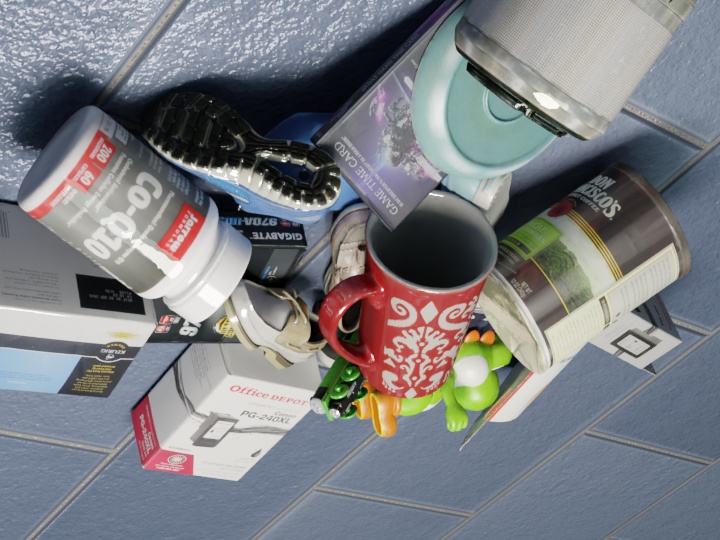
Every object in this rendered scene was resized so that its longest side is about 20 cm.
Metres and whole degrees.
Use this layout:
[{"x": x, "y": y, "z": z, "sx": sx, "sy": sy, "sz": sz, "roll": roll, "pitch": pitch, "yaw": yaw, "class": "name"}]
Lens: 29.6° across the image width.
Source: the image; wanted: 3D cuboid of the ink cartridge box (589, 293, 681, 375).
[{"x": 0.314, "y": 0.042, "z": 1.647, "sx": 0.068, "sy": 0.117, "sz": 0.199, "roll": -36, "pitch": 142, "yaw": 25, "class": "ink cartridge box"}]

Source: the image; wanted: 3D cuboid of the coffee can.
[{"x": 0.236, "y": -0.002, "z": 1.480, "sx": 0.199, "sy": 0.147, "sz": 0.147, "roll": -34, "pitch": 146, "yaw": -9, "class": "coffee can"}]

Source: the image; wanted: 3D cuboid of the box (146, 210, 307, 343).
[{"x": -0.162, "y": 0.009, "z": 1.436, "sx": 0.157, "sy": 0.046, "sz": 0.200, "roll": 2, "pitch": 147, "yaw": -26, "class": "box"}]

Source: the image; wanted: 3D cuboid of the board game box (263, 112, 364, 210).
[{"x": -0.019, "y": -0.121, "z": 1.356, "sx": 0.198, "sy": 0.039, "sz": 0.159, "roll": -2, "pitch": 148, "yaw": -17, "class": "board game box"}]

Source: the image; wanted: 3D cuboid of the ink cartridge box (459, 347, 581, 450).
[{"x": 0.214, "y": 0.138, "z": 1.688, "sx": 0.050, "sy": 0.200, "sz": 0.163, "roll": 38, "pitch": 128, "yaw": 2, "class": "ink cartridge box"}]

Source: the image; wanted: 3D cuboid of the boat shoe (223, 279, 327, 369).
[{"x": -0.088, "y": 0.047, "z": 1.420, "sx": 0.068, "sy": 0.075, "sz": 0.200, "roll": -21, "pitch": 161, "yaw": 9, "class": "boat shoe"}]

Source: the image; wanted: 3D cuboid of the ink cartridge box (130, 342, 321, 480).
[{"x": -0.158, "y": 0.157, "z": 1.618, "sx": 0.144, "sy": 0.084, "sz": 0.200, "roll": 15, "pitch": 133, "yaw": -37, "class": "ink cartridge box"}]

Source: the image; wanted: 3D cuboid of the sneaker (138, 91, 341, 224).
[{"x": -0.116, "y": -0.093, "z": 1.259, "sx": 0.198, "sy": 0.079, "sz": 0.089, "roll": 27, "pitch": 153, "yaw": 4, "class": "sneaker"}]

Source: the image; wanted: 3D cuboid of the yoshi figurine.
[{"x": 0.094, "y": 0.144, "z": 1.621, "sx": 0.198, "sy": 0.113, "sz": 0.112, "roll": -19, "pitch": 163, "yaw": -21, "class": "yoshi figurine"}]

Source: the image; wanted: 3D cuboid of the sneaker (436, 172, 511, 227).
[{"x": 0.110, "y": -0.076, "z": 1.459, "sx": 0.074, "sy": 0.082, "sz": 0.200, "roll": -53, "pitch": 169, "yaw": -21, "class": "sneaker"}]

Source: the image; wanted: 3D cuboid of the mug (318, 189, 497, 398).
[{"x": 0.038, "y": 0.031, "z": 1.409, "sx": 0.175, "sy": 0.135, "sz": 0.201, "roll": 0, "pitch": 141, "yaw": -8, "class": "mug"}]

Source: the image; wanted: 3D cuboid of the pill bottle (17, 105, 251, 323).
[{"x": -0.202, "y": -0.047, "z": 1.248, "sx": 0.199, "sy": 0.114, "sz": 0.114, "roll": 38, "pitch": 120, "yaw": -23, "class": "pill bottle"}]

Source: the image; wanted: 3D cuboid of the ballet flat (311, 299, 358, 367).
[{"x": -0.009, "y": 0.092, "z": 1.618, "sx": 0.068, "sy": 0.069, "sz": 0.199, "roll": -25, "pitch": 146, "yaw": 30, "class": "ballet flat"}]

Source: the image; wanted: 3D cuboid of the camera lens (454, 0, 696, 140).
[{"x": 0.188, "y": -0.226, "z": 1.162, "sx": 0.159, "sy": 0.160, "sz": 0.201, "roll": 23, "pitch": 107, "yaw": -42, "class": "camera lens"}]

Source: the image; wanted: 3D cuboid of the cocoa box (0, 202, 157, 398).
[{"x": -0.322, "y": 0.031, "z": 1.336, "sx": 0.198, "sy": 0.134, "sz": 0.131, "roll": 9, "pitch": 137, "yaw": -32, "class": "cocoa box"}]

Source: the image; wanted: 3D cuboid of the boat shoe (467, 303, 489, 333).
[{"x": 0.094, "y": 0.030, "z": 1.571, "sx": 0.198, "sy": 0.075, "sz": 0.093, "roll": 12, "pitch": 141, "yaw": -34, "class": "boat shoe"}]

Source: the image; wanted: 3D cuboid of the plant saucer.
[{"x": 0.139, "y": -0.174, "z": 1.294, "sx": 0.198, "sy": 0.027, "sz": 0.202, "roll": -16, "pitch": 125, "yaw": -25, "class": "plant saucer"}]

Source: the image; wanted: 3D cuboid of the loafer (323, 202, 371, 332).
[{"x": 0.000, "y": 0.000, "z": 1.472, "sx": 0.071, "sy": 0.064, "sz": 0.201, "roll": -3, "pitch": 153, "yaw": -10, "class": "loafer"}]

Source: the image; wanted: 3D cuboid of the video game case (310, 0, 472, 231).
[{"x": 0.062, "y": -0.150, "z": 1.288, "sx": 0.200, "sy": 0.019, "sz": 0.143, "roll": -45, "pitch": 133, "yaw": 0, "class": "video game case"}]

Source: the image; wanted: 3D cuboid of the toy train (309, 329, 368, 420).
[{"x": 0.001, "y": 0.092, "z": 1.528, "sx": 0.056, "sy": 0.201, "sz": 0.042, "roll": 0, "pitch": 128, "yaw": 32, "class": "toy train"}]
